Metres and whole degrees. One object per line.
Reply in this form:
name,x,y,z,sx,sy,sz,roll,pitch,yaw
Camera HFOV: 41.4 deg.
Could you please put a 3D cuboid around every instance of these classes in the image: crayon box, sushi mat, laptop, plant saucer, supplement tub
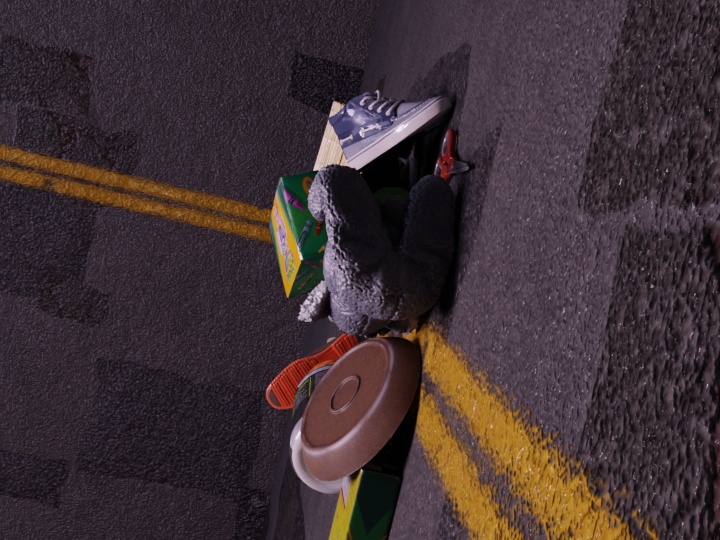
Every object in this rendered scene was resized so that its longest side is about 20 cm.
crayon box,-0.004,0.316,1.148,0.127,0.050,0.203,-114,37,-79
sushi mat,-0.034,-0.151,1.452,0.012,0.095,0.203,2,-71,-55
laptop,0.029,-0.103,1.391,0.176,0.103,0.203,-31,-49,-34
plant saucer,-0.010,0.157,1.150,0.200,0.034,0.201,-41,25,24
crayon box,-0.082,-0.047,1.348,0.200,0.057,0.121,120,136,-71
supplement tub,-0.037,0.211,1.337,0.200,0.121,0.124,-93,17,-70

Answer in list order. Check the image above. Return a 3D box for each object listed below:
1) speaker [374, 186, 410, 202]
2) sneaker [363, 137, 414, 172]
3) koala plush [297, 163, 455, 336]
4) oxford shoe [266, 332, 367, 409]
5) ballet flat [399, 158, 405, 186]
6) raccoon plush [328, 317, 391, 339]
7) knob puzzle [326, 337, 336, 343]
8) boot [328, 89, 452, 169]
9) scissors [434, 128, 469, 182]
speaker,0.028,-0.028,1.391,0.201,0.087,0.089,110,171,-51
sneaker,0.037,-0.211,1.520,0.200,0.079,0.075,-39,-31,-53
koala plush,0.010,0.010,1.116,0.201,0.174,0.186,117,155,-53
oxford shoe,-0.065,0.163,1.568,0.072,0.198,0.073,60,176,-2
ballet flat,0.037,-0.130,1.559,0.200,0.068,0.064,-52,-34,-62
raccoon plush,0.000,0.000,1.324,0.134,0.096,0.203,34,118,53
knob puzzle,-0.094,0.256,2.234,0.220,0.030,0.223,-168,90,-84
boot,0.034,-0.218,1.334,0.199,0.091,0.072,-28,2,41
scissors,0.111,-0.119,1.153,0.200,0.014,0.074,-96,22,-69
